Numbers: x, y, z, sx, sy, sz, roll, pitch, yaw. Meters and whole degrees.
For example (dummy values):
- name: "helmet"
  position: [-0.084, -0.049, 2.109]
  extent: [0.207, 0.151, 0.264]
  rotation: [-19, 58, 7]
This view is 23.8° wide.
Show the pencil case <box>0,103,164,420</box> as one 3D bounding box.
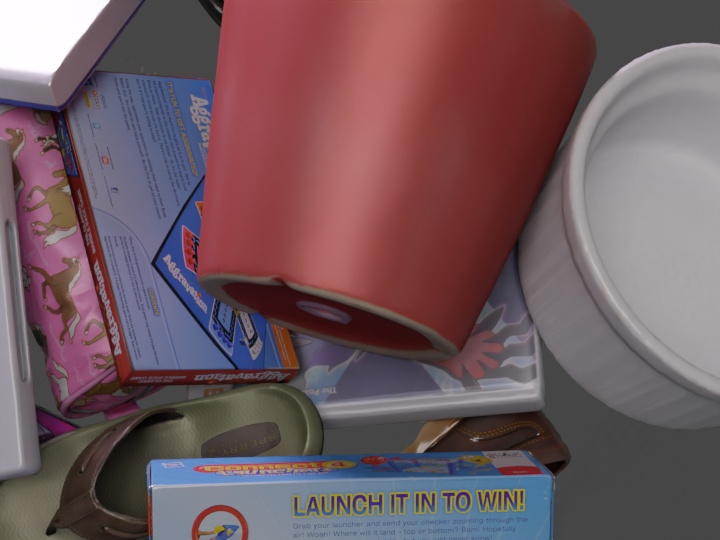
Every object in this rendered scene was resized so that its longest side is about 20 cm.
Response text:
- name: "pencil case"
  position: [-0.173, -0.012, 0.976]
  extent: [0.083, 0.086, 0.201]
  rotation: [-32, 73, 12]

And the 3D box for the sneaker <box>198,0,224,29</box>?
- name: "sneaker"
  position: [-0.080, -0.204, 1.017]
  extent: [0.074, 0.087, 0.201]
  rotation: [-28, 76, -2]

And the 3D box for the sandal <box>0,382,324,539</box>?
- name: "sandal"
  position: [-0.118, 0.108, 0.909]
  extent: [0.200, 0.057, 0.080]
  rotation: [-24, 76, 8]

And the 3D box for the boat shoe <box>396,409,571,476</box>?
- name: "boat shoe"
  position: [0.025, 0.140, 0.939]
  extent: [0.200, 0.070, 0.070]
  rotation: [-39, 72, -5]

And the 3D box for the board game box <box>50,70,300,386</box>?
- name: "board game box"
  position: [-0.107, -0.027, 0.949]
  extent: [0.103, 0.019, 0.201]
  rotation: [1, 56, -32]

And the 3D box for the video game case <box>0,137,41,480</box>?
- name: "video game case"
  position: [-0.272, 0.036, 0.928]
  extent: [0.199, 0.023, 0.183]
  rotation: [-12, 77, 19]

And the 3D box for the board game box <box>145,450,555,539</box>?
- name: "board game box"
  position: [-0.007, 0.193, 0.850]
  extent: [0.199, 0.056, 0.197]
  rotation: [0, 96, -7]

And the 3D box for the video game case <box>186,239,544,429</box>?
- name: "video game case"
  position: [0.000, 0.000, 0.968]
  extent: [0.199, 0.023, 0.183]
  rotation: [-6, 64, 9]

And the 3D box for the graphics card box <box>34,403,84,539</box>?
- name: "graphics card box"
  position: [-0.167, 0.153, 0.962]
  extent: [0.199, 0.051, 0.126]
  rotation: [25, 80, 10]

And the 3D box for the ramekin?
- name: "ramekin"
  position: [0.182, -0.011, 0.919]
  extent: [0.199, 0.098, 0.202]
  rotation: [8, 68, -19]

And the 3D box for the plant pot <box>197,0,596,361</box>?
- name: "plant pot"
  position: [0.006, -0.058, 0.887]
  extent: [0.199, 0.200, 0.178]
  rotation: [14, 79, 7]

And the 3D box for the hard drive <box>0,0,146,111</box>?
- name: "hard drive"
  position: [-0.231, -0.153, 0.996]
  extent: [0.199, 0.025, 0.132]
  rotation: [10, 48, 22]
